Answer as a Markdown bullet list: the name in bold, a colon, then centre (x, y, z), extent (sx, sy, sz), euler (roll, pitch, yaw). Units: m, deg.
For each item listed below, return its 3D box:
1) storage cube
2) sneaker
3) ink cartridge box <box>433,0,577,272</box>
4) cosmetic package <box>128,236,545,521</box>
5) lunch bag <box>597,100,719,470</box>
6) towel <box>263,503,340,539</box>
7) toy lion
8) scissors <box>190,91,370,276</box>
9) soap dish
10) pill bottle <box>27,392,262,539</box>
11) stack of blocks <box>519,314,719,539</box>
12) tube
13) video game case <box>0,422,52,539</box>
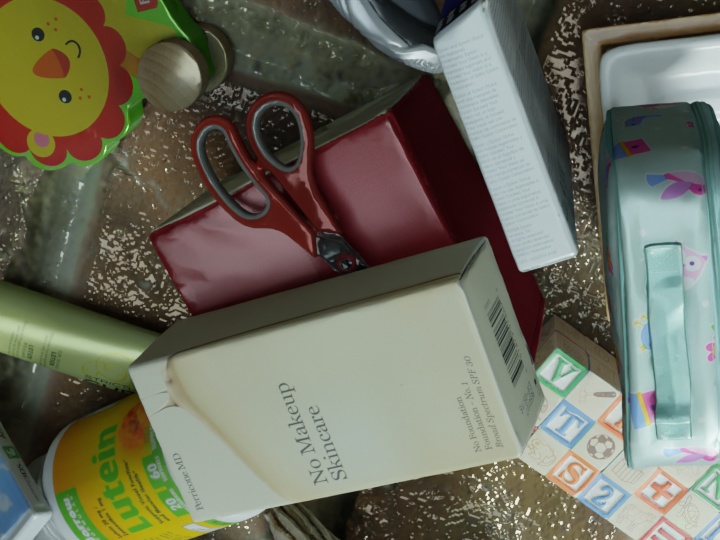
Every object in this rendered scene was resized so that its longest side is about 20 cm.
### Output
- **storage cube**: centre (0.000, 0.000, 0.852), extent (0.170, 0.200, 0.180), euler (-26, 100, 16)
- **sneaker**: centre (0.015, -0.224, 0.828), extent (0.114, 0.076, 0.200), euler (-40, 100, 22)
- **ink cartridge box**: centre (0.081, -0.127, 0.792), extent (0.040, 0.200, 0.201), euler (-16, 110, 14)
- **cosmetic package**: centre (-0.013, 0.061, 0.719), extent (0.199, 0.073, 0.104), euler (-17, 104, 23)
- **lunch bag**: centre (0.183, 0.012, 0.770), extent (0.077, 0.161, 0.201), euler (-6, 111, 9)
- **towel**: centre (-0.017, 0.270, 1.003), extent (0.034, 0.132, 0.201), euler (-25, 109, -16)
- **toy lion**: centre (-0.196, -0.171, 0.890), extent (0.191, 0.069, 0.201), euler (-8, 110, 18)
- **scissors**: centre (-0.020, -0.010, 0.743), extent (0.073, 0.014, 0.200), euler (-32, 94, 14)
- **soap dish**: centre (0.230, -0.071, 0.862), extent (0.157, 0.081, 0.201), euler (-6, 110, 9)
- **pill bottle**: centre (-0.159, 0.148, 0.962), extent (0.200, 0.111, 0.111), euler (-25, 108, 36)
- **stack of blocks**: centre (0.201, 0.119, 0.953), extent (0.200, 0.059, 0.115), euler (35, 111, -7)
- **tube**: centre (-0.182, 0.062, 0.982), extent (0.199, 0.058, 0.052), euler (19, 85, -5)
- **video game case**: centre (-0.332, 0.178, 1.005), extent (0.200, 0.022, 0.182), euler (-49, 62, 21)
